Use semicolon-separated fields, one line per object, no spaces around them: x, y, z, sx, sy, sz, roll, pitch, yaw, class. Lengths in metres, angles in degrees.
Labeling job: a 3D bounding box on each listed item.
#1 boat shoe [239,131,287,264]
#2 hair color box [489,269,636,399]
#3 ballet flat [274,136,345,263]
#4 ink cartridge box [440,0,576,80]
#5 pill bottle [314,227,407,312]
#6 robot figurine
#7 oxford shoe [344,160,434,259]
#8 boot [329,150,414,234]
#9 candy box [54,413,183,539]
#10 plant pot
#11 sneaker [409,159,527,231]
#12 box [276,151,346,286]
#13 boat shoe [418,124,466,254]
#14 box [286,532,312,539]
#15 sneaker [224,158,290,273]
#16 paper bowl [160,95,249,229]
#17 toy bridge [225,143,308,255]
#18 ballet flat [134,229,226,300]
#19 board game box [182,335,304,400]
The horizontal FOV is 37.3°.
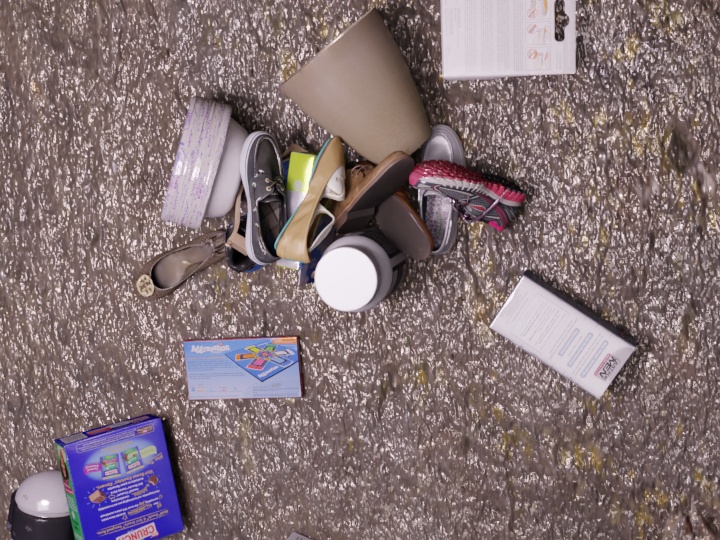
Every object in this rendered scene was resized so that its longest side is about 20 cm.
-0.136;-0.109;1.587;0.057;0.069;0.201;1;93;56;boat shoe
0.309;0.096;1.630;0.200;0.061;0.099;34;104;7;hair color box
-0.057;-0.099;1.564;0.063;0.069;0.200;23;81;14;ballet flat
0.220;-0.369;1.594;0.199;0.050;0.161;0;98;9;ink cartridge box
0.000;0.000;1.615;0.116;0.200;0.117;2;97;13;pill bottle
-0.539;0.445;1.844;0.150;0.125;0.201;6;100;-12;robot figurine
0.057;-0.100;1.632;0.200;0.071;0.071;52;135;22;oxford shoe
0.007;-0.132;1.575;0.200;0.073;0.076;-42;64;49;boot
-0.402;0.360;1.781;0.169;0.077;0.201;-13;95;-27;candy box
0.011;-0.257;1.602;0.187;0.187;0.200;-37;103;15;plant pot
0.159;-0.109;1.584;0.200;0.081;0.075;14;110;-29;sneaker
-0.077;-0.083;1.660;0.048;0.122;0.201;12;100;20;box
0.118;-0.123;1.638;0.072;0.069;0.201;9;100;11;boat shoe
-0.077;0.576;1.729;0.199;0.171;0.200;22;101;9;box
-0.149;-0.083;1.683;0.077;0.111;0.200;33;103;7;sneaker
-0.237;-0.162;1.650;0.104;0.201;0.201;14;102;-12;paper bowl
-0.154;-0.117;1.642;0.067;0.027;0.200;33;69;-3;toy bridge
-0.295;-0.009;1.760;0.200;0.046;0.067;-26;91;15;ballet flat
-0.195;0.163;1.776;0.199;0.019;0.103;-3;99;13;board game box
